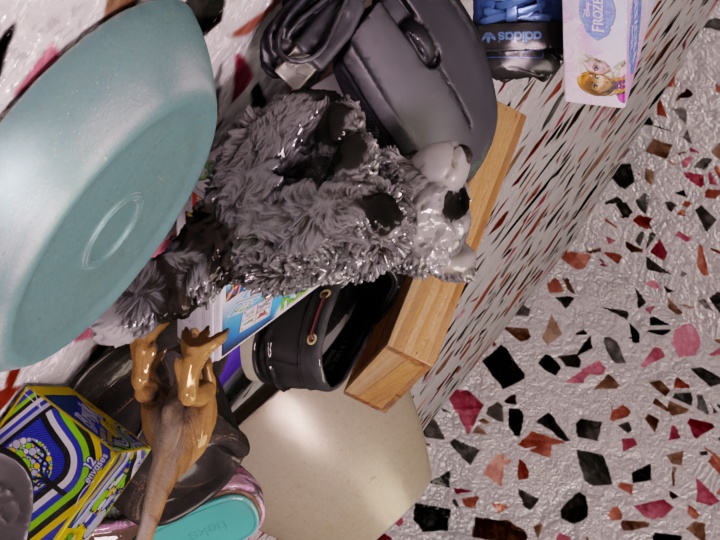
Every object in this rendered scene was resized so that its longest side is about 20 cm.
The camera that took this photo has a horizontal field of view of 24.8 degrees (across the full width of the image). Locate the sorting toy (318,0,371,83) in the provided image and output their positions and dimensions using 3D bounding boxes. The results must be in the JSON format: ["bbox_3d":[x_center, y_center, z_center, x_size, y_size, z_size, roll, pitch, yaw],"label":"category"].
[{"bbox_3d":[0.008,-0.114,1.045,0.200,0.036,0.185,-56,171,11],"label":"sorting toy"}]

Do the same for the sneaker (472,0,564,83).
[{"bbox_3d":[0.101,-0.179,1.017,0.200,0.077,0.111,65,27,-78],"label":"sneaker"}]

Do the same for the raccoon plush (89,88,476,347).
[{"bbox_3d":[-0.034,-0.016,0.851,0.200,0.097,0.134,-22,153,16],"label":"raccoon plush"}]

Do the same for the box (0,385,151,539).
[{"bbox_3d":[-0.202,0.160,0.887,0.200,0.064,0.070,-55,171,2],"label":"box"}]

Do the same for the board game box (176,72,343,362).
[{"bbox_3d":[-0.025,-0.047,0.950,0.200,0.035,0.126,-37,148,-35],"label":"board game box"}]

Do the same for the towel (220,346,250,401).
[{"bbox_3d":[-0.106,0.077,1.204,0.144,0.023,0.200,-50,170,-31],"label":"towel"}]

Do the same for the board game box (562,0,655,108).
[{"bbox_3d":[0.161,-0.238,0.990,0.200,0.041,0.200,79,25,-50],"label":"board game box"}]

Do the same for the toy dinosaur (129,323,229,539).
[{"bbox_3d":[-0.095,0.083,0.849,0.200,0.060,0.106,-77,165,-64],"label":"toy dinosaur"}]

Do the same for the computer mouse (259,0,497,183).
[{"bbox_3d":[0.030,-0.101,0.895,0.139,0.053,0.200,-53,144,-19],"label":"computer mouse"}]

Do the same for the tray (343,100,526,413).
[{"bbox_3d":[0.051,-0.010,1.097,0.200,0.037,0.099,-68,-172,-27],"label":"tray"}]

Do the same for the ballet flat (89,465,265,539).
[{"bbox_3d":[-0.159,0.179,1.073,0.200,0.069,0.071,-24,-153,-9],"label":"ballet flat"}]

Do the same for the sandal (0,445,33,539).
[{"bbox_3d":[-0.204,0.183,0.815,0.045,0.075,0.200,-123,-138,-66],"label":"sandal"}]

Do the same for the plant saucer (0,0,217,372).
[{"bbox_3d":[-0.121,-0.026,0.719,0.200,0.036,0.200,-52,171,-12],"label":"plant saucer"}]

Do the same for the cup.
[{"bbox_3d":[-0.026,0.146,1.316,0.200,0.143,0.200,-42,-178,2],"label":"cup"}]

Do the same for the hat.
[{"bbox_3d":[-0.116,0.103,1.010,0.201,0.081,0.201,-48,164,-18],"label":"hat"}]

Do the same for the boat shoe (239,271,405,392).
[{"bbox_3d":[0.001,0.002,1.048,0.201,0.063,0.074,-54,142,-38],"label":"boat shoe"}]
